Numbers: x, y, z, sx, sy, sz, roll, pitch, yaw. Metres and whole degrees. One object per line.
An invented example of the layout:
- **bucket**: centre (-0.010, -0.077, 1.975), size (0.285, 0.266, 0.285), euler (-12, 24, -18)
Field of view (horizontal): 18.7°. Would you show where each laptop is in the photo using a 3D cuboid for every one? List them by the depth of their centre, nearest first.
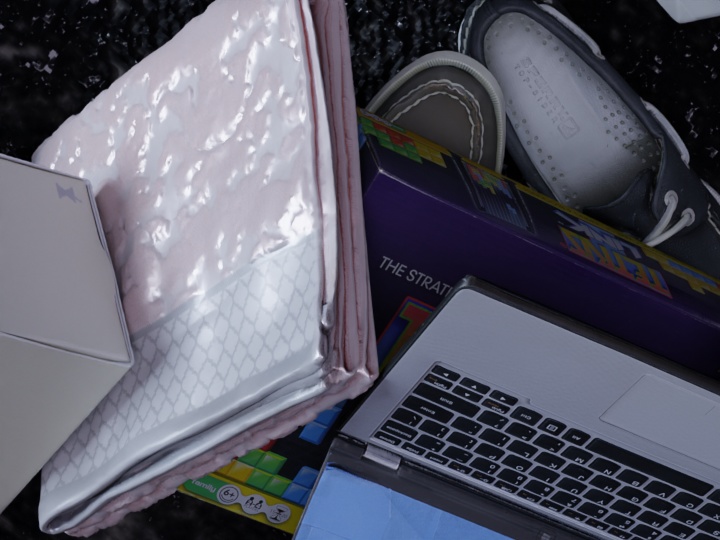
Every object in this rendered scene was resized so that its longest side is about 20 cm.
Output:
- **laptop**: centre (0.072, 0.125, 0.794), size (0.186, 0.200, 0.117), euler (22, 56, -11)

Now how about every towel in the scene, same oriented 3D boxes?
- **towel**: centre (-0.072, -0.010, 0.880), size (0.199, 0.032, 0.193), euler (-31, 54, 41)

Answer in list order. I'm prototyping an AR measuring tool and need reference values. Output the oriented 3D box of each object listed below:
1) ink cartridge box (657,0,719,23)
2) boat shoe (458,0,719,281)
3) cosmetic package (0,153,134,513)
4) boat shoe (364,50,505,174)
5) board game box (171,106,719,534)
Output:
- **ink cartridge box**: centre (0.163, -0.212, 0.870), size (0.116, 0.067, 0.200), euler (44, 71, -18)
- **boat shoe**: centre (0.109, -0.036, 0.950), size (0.076, 0.060, 0.200), euler (-41, 95, 8)
- **cosmetic package**: centre (-0.184, 0.054, 0.914), size (0.073, 0.104, 0.200), euler (15, 130, -36)
- **boat shoe**: centre (0.003, 0.001, 0.938), size (0.072, 0.060, 0.203), euler (28, 114, 2)
- **board game box**: centre (0.042, 0.047, 0.906), size (0.199, 0.057, 0.166), euler (23, 115, -25)
